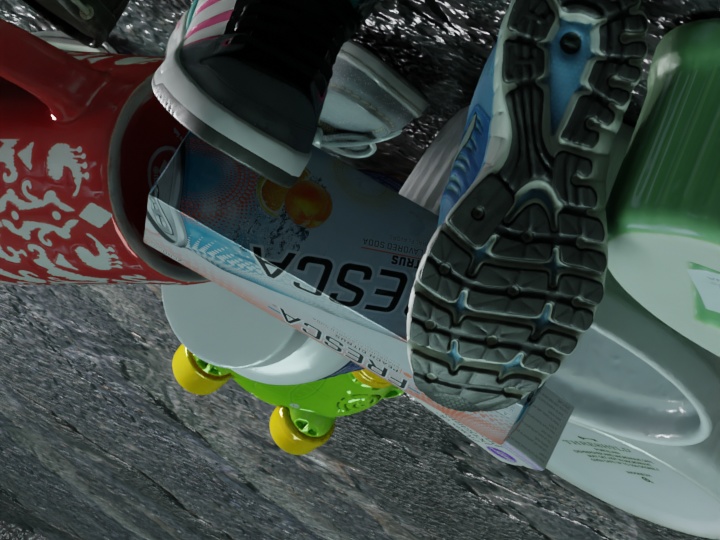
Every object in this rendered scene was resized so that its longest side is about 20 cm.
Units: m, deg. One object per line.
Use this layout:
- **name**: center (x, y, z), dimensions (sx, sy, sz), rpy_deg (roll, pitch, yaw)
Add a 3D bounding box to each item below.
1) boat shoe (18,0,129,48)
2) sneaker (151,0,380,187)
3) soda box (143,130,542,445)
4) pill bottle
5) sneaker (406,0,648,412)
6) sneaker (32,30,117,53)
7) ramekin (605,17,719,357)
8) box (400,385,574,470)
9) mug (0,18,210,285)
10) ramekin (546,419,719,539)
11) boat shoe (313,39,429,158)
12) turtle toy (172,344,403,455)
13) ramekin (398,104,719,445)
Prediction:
- **boat shoe**: center (-0.198, -0.182, 1.483), dimensions (0.200, 0.064, 0.071), rpy_deg (31, 166, -17)
- **sneaker**: center (-0.026, -0.116, 1.307), dimensions (0.083, 0.121, 0.200), rpy_deg (30, -165, -15)
- **soda box**: center (0.000, 0.000, 1.382), dimensions (0.200, 0.064, 0.068), rpy_deg (29, 160, 4)
- **pill bottle**: center (-0.026, 0.003, 1.604), dimensions (0.111, 0.111, 0.200), rpy_deg (21, -168, 21)
- **sneaker**: center (0.074, -0.034, 1.297), dimensions (0.078, 0.201, 0.090), rpy_deg (19, -178, -4)
- **sneaker**: center (-0.122, -0.073, 1.734), dimensions (0.199, 0.074, 0.116), rpy_deg (23, 169, 19)
- **ramekin**: center (0.200, -0.016, 1.298), dimensions (0.199, 0.098, 0.200), rpy_deg (25, 166, 7)
- **box**: center (0.025, 0.036, 1.490), dimensions (0.200, 0.042, 0.039), rpy_deg (36, 165, -34)
- **mug**: center (-0.157, -0.055, 1.490), dimensions (0.177, 0.134, 0.200), rpy_deg (17, 172, -40)
- **ramekin**: center (0.166, 0.076, 1.696), dimensions (0.202, 0.094, 0.202), rpy_deg (25, 166, 7)
- **boat shoe**: center (-0.036, -0.083, 1.560), dimensions (0.074, 0.065, 0.202), rpy_deg (35, 164, -31)
- **turtle toy**: center (-0.052, 0.019, 1.873), dimensions (0.200, 0.101, 0.146), rpy_deg (33, 142, -12)
- **ramekin**: center (0.107, -0.004, 1.499), dimensions (0.200, 0.105, 0.200), rpy_deg (26, 166, 7)
